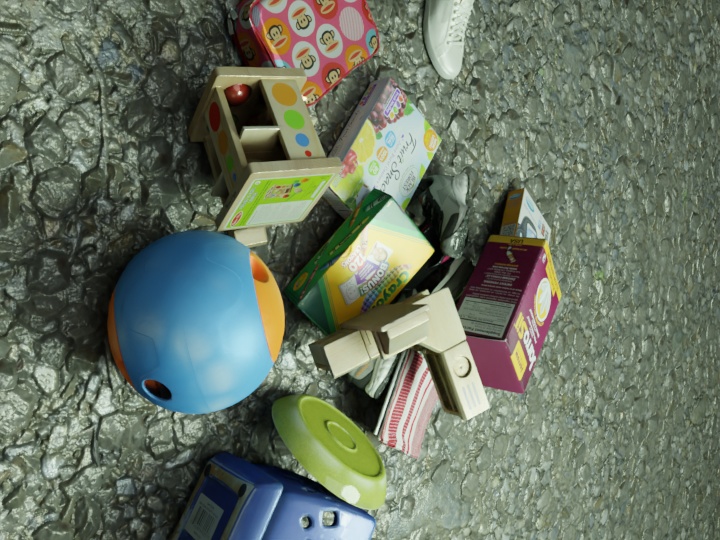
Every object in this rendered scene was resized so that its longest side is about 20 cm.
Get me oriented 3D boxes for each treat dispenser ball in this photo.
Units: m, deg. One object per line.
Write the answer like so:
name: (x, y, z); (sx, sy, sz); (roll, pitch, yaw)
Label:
treat dispenser ball: (-0.184, 0.058, 0.795); (0.197, 0.198, 0.207); (-4, 95, -40)

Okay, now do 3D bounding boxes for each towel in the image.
towel: (0.081, 0.210, 1.098); (0.147, 0.022, 0.200); (-70, 154, -14)

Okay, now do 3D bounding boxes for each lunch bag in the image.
lunch bag: (-0.076, -0.331, 0.939); (0.200, 0.081, 0.179); (-43, 118, -29)

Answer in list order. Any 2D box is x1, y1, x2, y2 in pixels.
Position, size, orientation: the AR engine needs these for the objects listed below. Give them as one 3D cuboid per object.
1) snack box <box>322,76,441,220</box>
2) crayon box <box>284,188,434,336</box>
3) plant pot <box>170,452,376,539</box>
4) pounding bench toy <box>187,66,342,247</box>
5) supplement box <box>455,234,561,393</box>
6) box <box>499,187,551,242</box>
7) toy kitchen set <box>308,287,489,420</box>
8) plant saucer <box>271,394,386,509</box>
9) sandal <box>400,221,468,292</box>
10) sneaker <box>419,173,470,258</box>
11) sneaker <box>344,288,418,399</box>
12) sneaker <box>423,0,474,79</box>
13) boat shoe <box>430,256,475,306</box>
snack box: (0.029, -0.164, 1.059); (0.142, 0.052, 0.203); (42, 68, -35)
crayon box: (0.000, 0.000, 1.006); (0.201, 0.058, 0.119); (-49, 123, -5)
plant pot: (-0.127, 0.348, 0.876); (0.178, 0.198, 0.204); (34, 73, -29)
pounding bench toy: (-0.139, -0.137, 0.878); (0.122, 0.200, 0.159); (-10, 68, -34)
supplement box: (0.226, 0.063, 1.085); (0.202, 0.101, 0.132); (-59, 139, -30)
box: (0.299, -0.052, 1.279); (0.119, 0.041, 0.203); (47, 49, -34)
toy kitchen set: (0.066, 0.139, 0.926); (0.196, 0.163, 0.185); (-22, 94, -19)
plant saucer: (-0.033, 0.233, 0.945); (0.031, 0.201, 0.199); (-48, 127, 8)
sandal: (0.117, -0.038, 1.125); (0.075, 0.045, 0.200); (41, 55, 10)
sneaker: (0.128, -0.086, 1.080); (0.202, 0.077, 0.076); (-81, 178, -57)
sneaker: (0.036, 0.095, 1.073); (0.075, 0.078, 0.202); (101, 16, -51)
sneaker: (0.149, -0.416, 1.127); (0.072, 0.084, 0.206); (-16, 105, -40)
boat shoe: (0.138, 0.054, 1.095); (0.202, 0.059, 0.073); (-50, 164, -40)
